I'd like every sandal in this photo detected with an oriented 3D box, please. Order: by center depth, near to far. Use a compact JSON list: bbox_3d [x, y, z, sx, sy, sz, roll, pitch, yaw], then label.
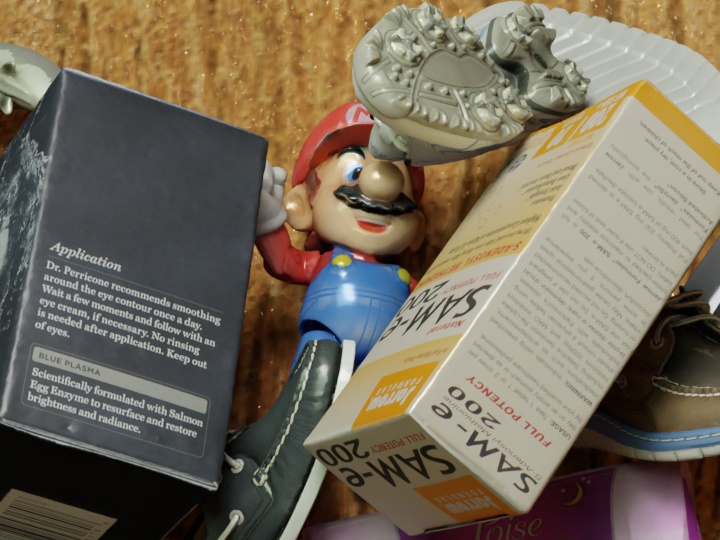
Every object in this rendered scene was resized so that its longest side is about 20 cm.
[{"bbox_3d":[0.130,-0.092,1.440,0.082,0.050,0.202,-35,41,-19],"label":"sandal"}]

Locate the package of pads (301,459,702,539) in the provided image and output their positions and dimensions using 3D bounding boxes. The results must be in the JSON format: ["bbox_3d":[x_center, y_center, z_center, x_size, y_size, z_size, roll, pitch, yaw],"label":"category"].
[{"bbox_3d":[0.071,0.165,1.292,0.199,0.076,0.121,-12,58,13],"label":"package of pads"}]

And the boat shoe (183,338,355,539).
[{"bbox_3d":[-0.058,0.116,1.311,0.060,0.076,0.201,21,107,-4],"label":"boat shoe"}]

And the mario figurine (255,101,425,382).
[{"bbox_3d":[0.000,0.000,1.389,0.106,0.123,0.201,-15,60,32],"label":"mario figurine"}]

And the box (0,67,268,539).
[{"bbox_3d":[-0.145,0.041,1.353,0.117,0.197,0.201,19,57,-19],"label":"box"}]

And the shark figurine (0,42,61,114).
[{"bbox_3d":[-0.180,-0.093,1.537,0.214,0.089,0.129,24,105,38],"label":"shark figurine"}]

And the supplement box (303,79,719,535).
[{"bbox_3d":[0.075,0.019,1.237,0.073,0.126,0.200,41,67,-11],"label":"supplement box"}]

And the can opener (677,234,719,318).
[{"bbox_3d":[0.220,-0.021,1.359,0.066,0.053,0.200,34,77,31],"label":"can opener"}]

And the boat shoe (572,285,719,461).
[{"bbox_3d":[0.140,0.047,1.278,0.200,0.072,0.073,-4,99,55],"label":"boat shoe"}]

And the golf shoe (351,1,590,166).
[{"bbox_3d":[0.037,-0.077,1.331,0.097,0.200,0.078,-36,76,25],"label":"golf shoe"}]
